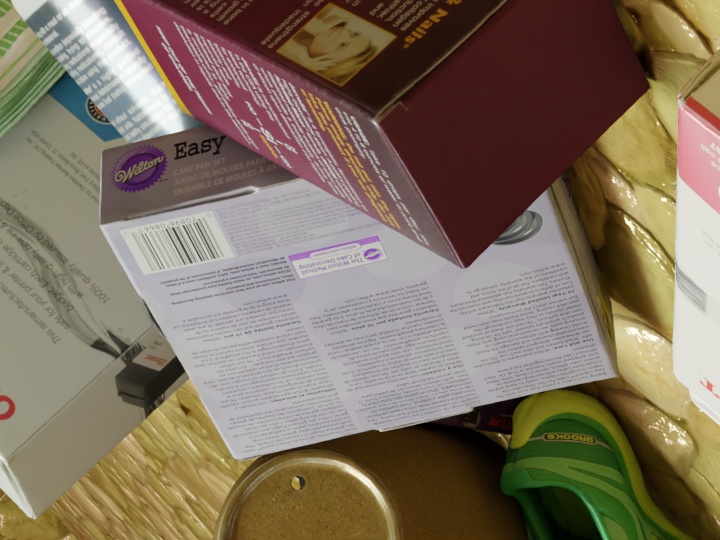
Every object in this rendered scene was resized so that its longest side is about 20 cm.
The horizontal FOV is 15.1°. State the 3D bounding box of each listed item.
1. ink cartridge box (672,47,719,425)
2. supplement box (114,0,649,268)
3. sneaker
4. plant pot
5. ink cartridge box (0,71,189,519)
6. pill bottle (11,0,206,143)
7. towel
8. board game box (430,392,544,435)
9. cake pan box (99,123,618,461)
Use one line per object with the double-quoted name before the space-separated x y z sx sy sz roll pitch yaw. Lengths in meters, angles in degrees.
"ink cartridge box" 0.181 0.011 0.905 0.146 0.083 0.200 41 163 23
"supplement box" 0.003 -0.096 1.079 0.200 0.110 0.086 31 159 47
"sneaker" 0.131 0.154 1.394 0.074 0.084 0.200 -20 116 44
"plant pot" -0.001 0.151 1.374 0.186 0.186 0.200 43 -179 17
"ink cartridge box" -0.148 0.003 1.391 0.145 0.200 0.084 41 164 23
"pill bottle" -0.088 -0.129 1.232 0.200 0.120 0.120 49 165 -8
"towel" -0.193 -0.129 1.462 0.023 0.153 0.200 48 167 -25
"board game box" 0.010 0.055 1.475 0.120 0.032 0.200 16 -179 -29
"cake pan box" 0.000 0.000 1.199 0.184 0.199 0.052 63 -163 -46
